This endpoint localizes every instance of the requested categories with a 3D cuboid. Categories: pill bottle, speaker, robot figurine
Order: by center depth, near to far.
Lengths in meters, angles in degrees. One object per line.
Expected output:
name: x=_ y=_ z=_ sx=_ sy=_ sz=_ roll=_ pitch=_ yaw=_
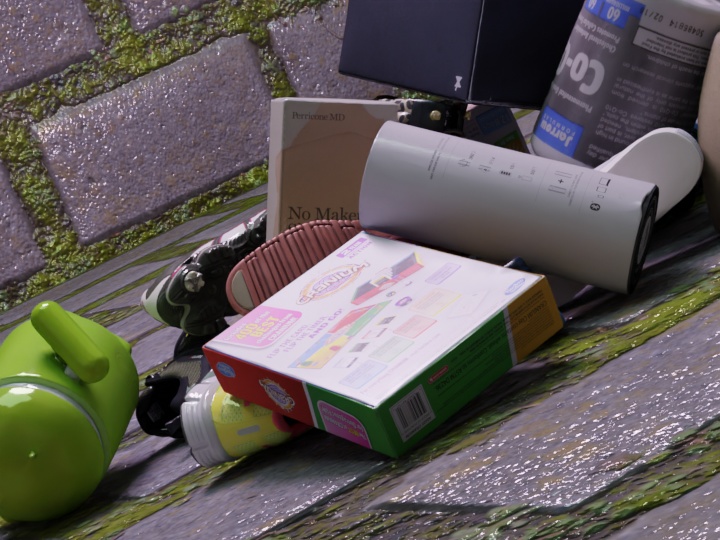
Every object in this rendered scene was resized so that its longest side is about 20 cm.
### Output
speaker: x=0.102 y=-0.046 z=1.546 sx=0.200 sy=0.081 sz=0.081 roll=14 pitch=19 yaw=13
robot figurine: x=-0.236 y=0.111 z=1.678 sx=0.176 sy=0.116 sz=0.200 roll=-56 pitch=8 yaw=30
pill bottle: x=0.197 y=-0.122 z=1.679 sx=0.114 sy=0.200 sz=0.114 roll=20 pitch=15 yaw=-5

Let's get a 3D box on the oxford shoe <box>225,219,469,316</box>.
oxford shoe: x=0.000 y=0.000 z=1.621 sx=0.200 sy=0.071 sz=0.074 roll=-16 pitch=-21 yaw=-7

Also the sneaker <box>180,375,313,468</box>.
sneaker: x=-0.042 y=0.078 z=1.579 sx=0.090 sy=0.078 sz=0.200 roll=-13 pitch=20 yaw=33

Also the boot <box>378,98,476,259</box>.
boot: x=0.068 y=-0.056 z=1.725 sx=0.073 sy=0.154 sz=0.204 roll=3 pitch=4 yaw=-35

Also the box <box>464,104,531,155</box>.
box: x=0.056 y=-0.076 z=1.978 sx=0.112 sy=0.101 sz=0.200 roll=-28 pitch=8 yaw=-29

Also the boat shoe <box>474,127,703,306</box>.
boat shoe: x=0.163 y=-0.036 z=1.609 sx=0.200 sy=0.072 sz=0.069 roll=-44 pitch=-4 yaw=13

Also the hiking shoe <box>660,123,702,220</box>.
hiking shoe: x=0.258 y=-0.094 z=1.811 sx=0.087 sy=0.074 sz=0.200 roll=-12 pitch=15 yaw=2

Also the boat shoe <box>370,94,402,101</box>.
boat shoe: x=0.001 y=-0.064 z=1.876 sx=0.073 sy=0.200 sz=0.074 roll=27 pitch=42 yaw=26

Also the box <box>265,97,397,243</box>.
box: x=-0.024 y=-0.032 z=1.702 sx=0.095 sy=0.200 sz=0.078 roll=0 pitch=4 yaw=-9

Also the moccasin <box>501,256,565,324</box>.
moccasin: x=0.066 y=0.027 z=1.571 sx=0.200 sy=0.068 sz=0.080 roll=-17 pitch=11 yaw=46

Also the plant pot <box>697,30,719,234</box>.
plant pot: x=0.324 y=-0.127 z=1.595 sx=0.200 sy=0.135 sz=0.200 roll=-24 pitch=8 yaw=4

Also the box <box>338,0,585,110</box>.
box: x=0.121 y=-0.198 z=1.808 sx=0.198 sy=0.123 sz=0.200 roll=1 pitch=10 yaw=-33

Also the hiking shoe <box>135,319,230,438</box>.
hiking shoe: x=-0.138 y=0.087 z=1.765 sx=0.101 sy=0.076 sz=0.200 roll=-22 pitch=8 yaw=-13

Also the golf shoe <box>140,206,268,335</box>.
golf shoe: x=-0.089 y=-0.013 z=1.797 sx=0.200 sy=0.077 sz=0.088 roll=-25 pitch=13 yaw=-31

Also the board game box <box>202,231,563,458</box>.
board game box: x=0.012 y=0.043 z=1.457 sx=0.153 sy=0.040 sz=0.200 roll=-36 pitch=28 yaw=-25
